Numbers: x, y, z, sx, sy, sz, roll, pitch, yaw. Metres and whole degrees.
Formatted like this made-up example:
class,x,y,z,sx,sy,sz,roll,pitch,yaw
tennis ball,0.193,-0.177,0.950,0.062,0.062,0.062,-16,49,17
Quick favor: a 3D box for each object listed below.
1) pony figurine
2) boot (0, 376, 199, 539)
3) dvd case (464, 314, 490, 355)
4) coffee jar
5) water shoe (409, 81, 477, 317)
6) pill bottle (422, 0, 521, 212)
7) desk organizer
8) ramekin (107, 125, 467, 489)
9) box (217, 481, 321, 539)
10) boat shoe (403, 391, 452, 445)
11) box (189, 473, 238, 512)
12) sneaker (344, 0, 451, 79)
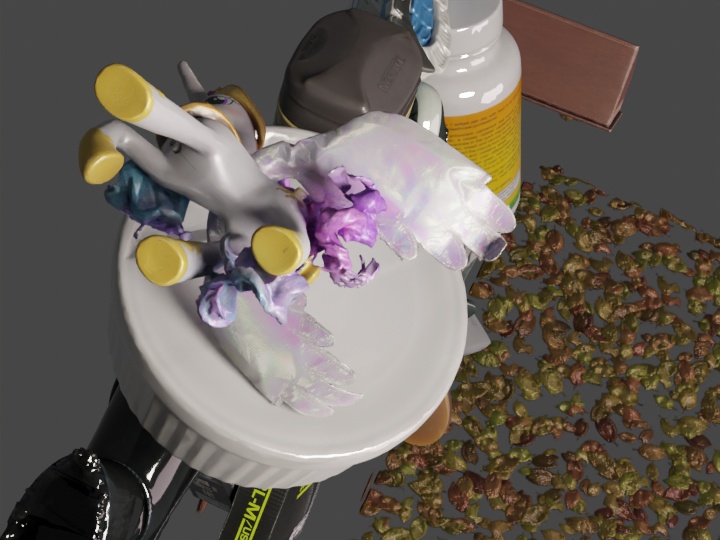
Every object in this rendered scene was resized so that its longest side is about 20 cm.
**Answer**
class,x,y,z,sx,sy,sz,roll,pitch,yaw
pony figurine,-0.046,-0.029,1.070,0.167,0.193,0.200,-46,176,14
boot,-0.146,0.118,1.271,0.198,0.073,0.162,-66,170,1
dvd case,0.045,0.008,1.776,0.018,0.143,0.200,-33,174,13
coffee jar,-0.020,-0.079,1.493,0.200,0.085,0.104,108,8,-47
water shoe,0.052,-0.049,1.575,0.072,0.079,0.200,-129,-144,-50
pill bottle,0.068,-0.129,1.678,0.200,0.111,0.111,87,24,-44
desk organizer,0.135,-0.194,1.846,0.072,0.200,0.077,-48,159,-68
ramekin,-0.048,0.027,1.214,0.202,0.202,0.094,-62,-176,-33
box,-0.055,0.152,1.817,0.200,0.047,0.193,-36,146,-76
boat shoe,0.015,0.046,1.766,0.070,0.200,0.070,-30,179,17
box,-0.090,0.104,1.766,0.200,0.044,0.160,90,25,-75
sneaker,0.022,-0.200,1.568,0.087,0.075,0.200,-26,-149,36
